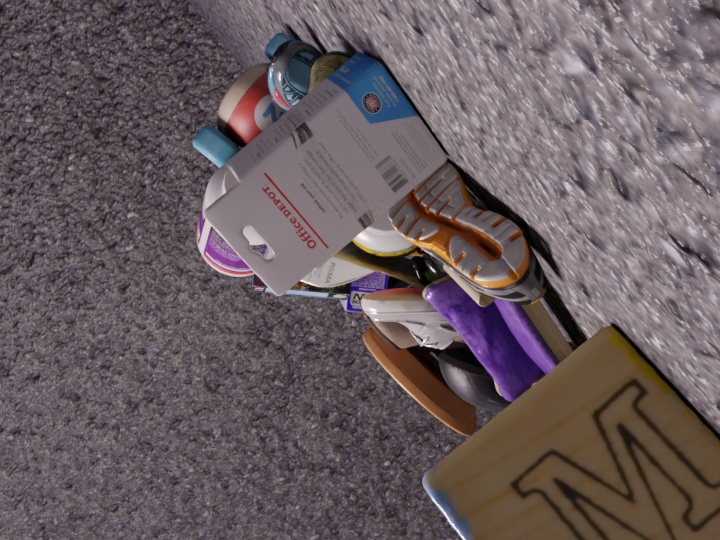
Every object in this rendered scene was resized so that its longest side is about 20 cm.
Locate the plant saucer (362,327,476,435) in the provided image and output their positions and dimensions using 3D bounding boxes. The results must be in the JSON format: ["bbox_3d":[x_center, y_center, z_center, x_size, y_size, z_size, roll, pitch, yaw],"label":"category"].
[{"bbox_3d":[0.088,0.142,1.227,0.200,0.037,0.200,41,-174,-5],"label":"plant saucer"}]

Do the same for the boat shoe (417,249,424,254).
[{"bbox_3d":[0.038,-0.099,1.162,0.200,0.068,0.072,51,180,27],"label":"boat shoe"}]

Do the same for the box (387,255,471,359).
[{"bbox_3d":[0.142,0.068,1.312,0.200,0.123,0.198,50,179,-6],"label":"box"}]

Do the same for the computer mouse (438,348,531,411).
[{"bbox_3d":[0.180,0.140,1.035,0.200,0.053,0.139,14,-171,-6],"label":"computer mouse"}]

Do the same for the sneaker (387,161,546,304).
[{"bbox_3d":[0.093,-0.031,0.809,0.077,0.078,0.200,38,-171,-40],"label":"sneaker"}]

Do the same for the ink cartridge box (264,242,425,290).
[{"bbox_3d":[0.000,0.000,1.101,0.200,0.047,0.160,21,-169,11],"label":"ink cartridge box"}]

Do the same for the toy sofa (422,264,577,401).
[{"bbox_3d":[0.156,0.066,0.896,0.200,0.098,0.083,51,180,-32],"label":"toy sofa"}]

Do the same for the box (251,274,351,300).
[{"bbox_3d":[-0.078,-0.063,1.282,0.038,0.136,0.200,124,150,-72],"label":"box"}]

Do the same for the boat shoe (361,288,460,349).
[{"bbox_3d":[0.095,0.059,1.052,0.200,0.069,0.072,2,-172,-26],"label":"boat shoe"}]

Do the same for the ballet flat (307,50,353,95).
[{"bbox_3d":[-0.027,-0.146,0.929,0.071,0.071,0.200,50,167,15],"label":"ballet flat"}]

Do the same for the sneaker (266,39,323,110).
[{"bbox_3d":[-0.027,-0.190,1.043,0.095,0.079,0.200,27,169,41],"label":"sneaker"}]

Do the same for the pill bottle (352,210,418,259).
[{"bbox_3d":[0.031,-0.073,0.989,0.113,0.113,0.200,50,179,4],"label":"pill bottle"}]

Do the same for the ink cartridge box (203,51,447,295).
[{"bbox_3d":[-0.037,-0.086,0.813,0.116,0.200,0.067,50,-179,-28],"label":"ink cartridge box"}]

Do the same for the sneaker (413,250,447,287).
[{"bbox_3d":[0.096,-0.017,1.028,0.071,0.083,0.200,50,-179,6],"label":"sneaker"}]

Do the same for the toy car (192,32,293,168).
[{"bbox_3d":[-0.082,-0.172,1.198,0.200,0.184,0.177,37,179,2],"label":"toy car"}]

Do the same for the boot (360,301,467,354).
[{"bbox_3d":[0.107,0.048,1.128,0.200,0.146,0.070,30,-142,-57],"label":"boot"}]

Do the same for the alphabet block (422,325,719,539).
[{"bbox_3d":[0.197,0.195,0.761,0.196,0.200,0.195,50,-179,19],"label":"alphabet block"}]

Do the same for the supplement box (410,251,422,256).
[{"bbox_3d":[-0.003,-0.066,1.232,0.200,0.067,0.069,8,-177,-8],"label":"supplement box"}]

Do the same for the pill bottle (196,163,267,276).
[{"bbox_3d":[-0.144,-0.070,1.139,0.113,0.112,0.200,50,158,4],"label":"pill bottle"}]

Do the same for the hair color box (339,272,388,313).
[{"bbox_3d":[0.012,-0.043,1.343,0.065,0.200,0.109,7,-173,-7],"label":"hair color box"}]
